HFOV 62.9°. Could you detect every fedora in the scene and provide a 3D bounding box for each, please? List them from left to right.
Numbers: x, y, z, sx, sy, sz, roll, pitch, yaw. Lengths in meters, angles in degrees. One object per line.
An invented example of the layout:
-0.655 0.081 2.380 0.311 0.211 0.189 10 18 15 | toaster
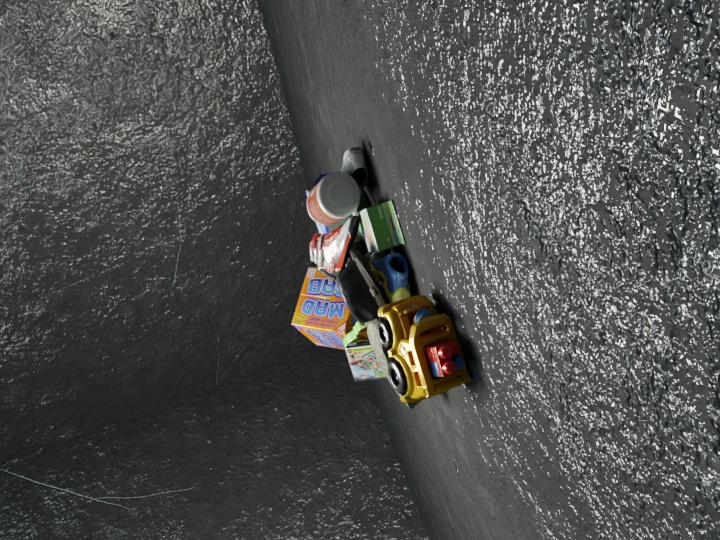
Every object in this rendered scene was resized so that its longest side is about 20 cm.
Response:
0.001 0.054 1.423 0.204 0.090 0.201 61 178 4 | fedora

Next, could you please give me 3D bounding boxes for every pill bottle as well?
-0.077 -0.177 1.503 0.200 0.110 0.115 168 83 -73 | pill bottle

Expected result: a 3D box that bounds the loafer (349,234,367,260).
-0.023 -0.063 1.678 0.068 0.076 0.200 50 -171 4 | loafer

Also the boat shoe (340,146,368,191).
-0.011 -0.235 1.510 0.201 0.070 0.067 108 148 -65 | boat shoe

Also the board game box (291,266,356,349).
-0.075 0.130 1.931 0.200 0.195 0.204 51 -130 -57 | board game box

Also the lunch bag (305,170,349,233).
-0.084 -0.181 1.765 0.201 0.124 0.173 -71 -31 -57 | lunch bag

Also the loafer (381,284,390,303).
0.081 0.081 1.541 0.200 0.073 0.071 98 157 -75 | loafer

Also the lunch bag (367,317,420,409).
0.098 0.210 1.468 0.202 0.116 0.164 58 176 -14 | lunch bag

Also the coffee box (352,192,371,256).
0.010 -0.145 1.653 0.124 0.043 0.202 76 173 -46 | coffee box

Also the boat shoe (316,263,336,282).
-0.054 0.005 1.702 0.199 0.062 0.074 32 -141 -54 | boat shoe

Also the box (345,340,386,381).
0.063 0.251 1.673 0.035 0.195 0.112 -49 -55 -61 | box

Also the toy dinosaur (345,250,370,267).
0.000 0.000 1.587 0.200 0.075 0.105 -40 -32 -82 | toy dinosaur

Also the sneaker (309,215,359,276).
-0.074 -0.078 1.529 0.068 0.106 0.204 -55 -10 -44 | sneaker

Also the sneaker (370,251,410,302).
0.077 -0.014 1.410 0.201 0.074 0.107 -120 29 -50 | sneaker

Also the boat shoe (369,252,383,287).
0.055 0.026 1.629 0.071 0.068 0.203 -93 3 -49 | boat shoe

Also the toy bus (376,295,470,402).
0.130 0.143 1.129 0.192 0.133 0.205 143 111 -69 | toy bus

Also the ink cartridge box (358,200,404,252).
0.046 -0.102 1.402 0.200 0.058 0.106 -165 58 -82 | ink cartridge box

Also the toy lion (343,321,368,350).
0.034 0.182 1.735 0.192 0.197 0.070 45 -159 -60 | toy lion

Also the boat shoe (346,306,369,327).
-0.008 0.092 1.612 0.202 0.064 0.073 -97 4 -61 | boat shoe
